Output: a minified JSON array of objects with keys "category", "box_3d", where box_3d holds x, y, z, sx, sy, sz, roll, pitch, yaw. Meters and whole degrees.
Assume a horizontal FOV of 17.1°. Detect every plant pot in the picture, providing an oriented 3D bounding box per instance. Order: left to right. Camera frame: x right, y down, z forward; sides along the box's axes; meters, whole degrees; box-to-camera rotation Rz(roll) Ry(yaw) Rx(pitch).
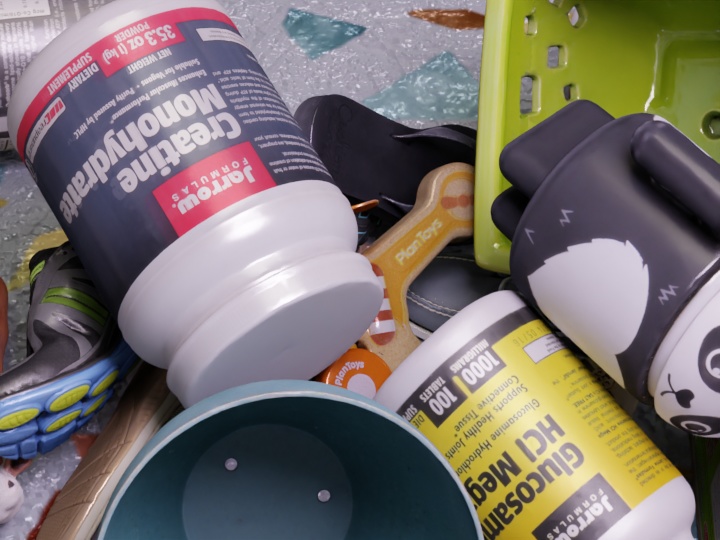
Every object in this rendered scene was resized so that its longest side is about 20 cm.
[{"category":"plant pot","box_3d":[-0.042,0.143,1.249,0.198,0.202,0.135,1,12,-7]},{"category":"plant pot","box_3d":[0.194,-0.092,1.417,0.199,0.201,0.181,5,4,29]}]

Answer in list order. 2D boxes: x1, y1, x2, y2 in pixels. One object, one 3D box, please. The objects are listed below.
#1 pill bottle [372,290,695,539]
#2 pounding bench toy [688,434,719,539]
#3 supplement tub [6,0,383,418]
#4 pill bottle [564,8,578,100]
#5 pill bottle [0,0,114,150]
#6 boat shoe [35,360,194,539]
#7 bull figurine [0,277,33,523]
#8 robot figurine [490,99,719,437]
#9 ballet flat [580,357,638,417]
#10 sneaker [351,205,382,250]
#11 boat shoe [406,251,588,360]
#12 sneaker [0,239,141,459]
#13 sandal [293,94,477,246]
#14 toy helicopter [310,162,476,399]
[{"category":"pill bottle","box_3d":[0.105,0.117,1.278,0.112,0.113,0.200,-33,73,-32]},{"category":"pounding bench toy","box_3d":[0.277,0.134,1.326,0.155,0.125,0.201,6,47,-4]},{"category":"supplement tub","box_3d":[-0.089,-0.037,1.288,0.140,0.141,0.201,-23,68,-26]},{"category":"pill bottle","box_3d":[0.238,-0.132,1.571,0.199,0.114,0.114,21,48,11]},{"category":"pill bottle","box_3d":[-0.212,-0.134,1.505,0.198,0.117,0.117,-6,49,-15]},{"category":"boat shoe","box_3d":[-0.115,0.109,1.330,0.065,0.072,0.201,42,49,-15]},{"category":"bull figurine","box_3d":[-0.239,0.058,1.343,0.065,0.121,0.201,-35,36,20]},{"category":"robot figurine","box_3d":[0.157,-0.001,1.262,0.200,0.150,0.125,43,98,25]},{"category":"ballet flat","box_3d":[0.083,0.094,1.379,0.199,0.057,0.067,-22,52,-26]},{"category":"sneaker","box_3d":[-0.031,-0.031,1.470,0.075,0.080,0.199,1,13,39]},{"category":"boat shoe","box_3d":[0.108,0.014,1.453,0.198,0.062,0.073,13,49,5]},{"category":"sneaker","box_3d":[-0.162,0.032,1.334,0.082,0.071,0.200,36,45,3]},{"category":"sandal","box_3d":[0.036,-0.058,1.458,0.043,0.077,0.199,-3,-8,40]},{"category":"toy helicopter","box_3d":[0.000,0.000,1.387,0.200,0.079,0.132,-44,97,-27]}]
